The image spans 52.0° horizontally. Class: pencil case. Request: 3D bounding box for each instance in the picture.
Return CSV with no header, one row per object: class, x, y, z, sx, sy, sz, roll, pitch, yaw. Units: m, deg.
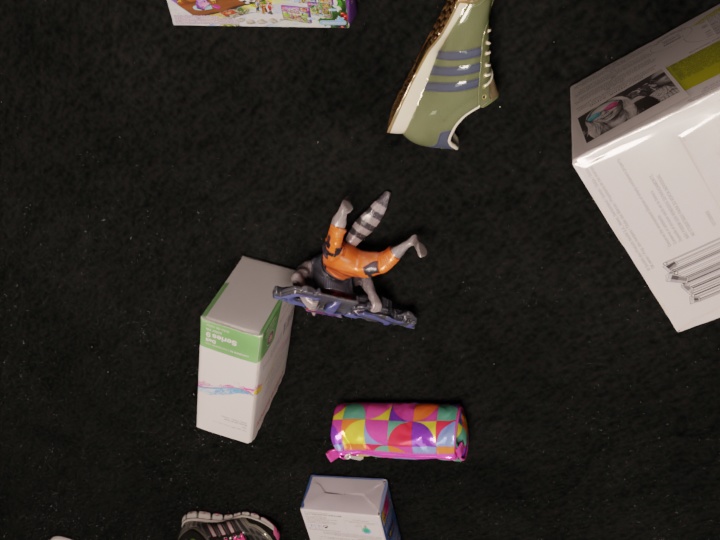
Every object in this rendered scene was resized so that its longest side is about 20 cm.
pencil case,0.054,0.233,1.056,0.199,0.089,0.089,-6,122,19

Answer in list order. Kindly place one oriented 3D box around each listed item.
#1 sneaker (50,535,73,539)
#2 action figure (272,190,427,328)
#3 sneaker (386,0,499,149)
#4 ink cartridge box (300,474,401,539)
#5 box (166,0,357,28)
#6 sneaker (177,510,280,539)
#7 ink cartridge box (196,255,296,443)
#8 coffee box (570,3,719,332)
sneaker,-0.554,0.607,1.481,0.199,0.099,0.071,11,124,7
action figure,0.000,0.000,0.925,0.199,0.105,0.193,18,139,-29
sneaker,0.106,-0.208,0.751,0.090,0.067,0.201,23,128,-10
ink cartridge box,-0.009,0.435,1.217,0.136,0.076,0.201,-1,122,17
box,-0.108,-0.315,0.736,0.199,0.039,0.137,6,136,13
sneaker,-0.240,0.482,1.309,0.199,0.088,0.074,-2,123,17
ink cartridge box,-0.151,0.106,0.987,0.087,0.146,0.201,14,127,7
coffee box,0.327,-0.105,0.669,0.199,0.198,0.200,-27,112,28
